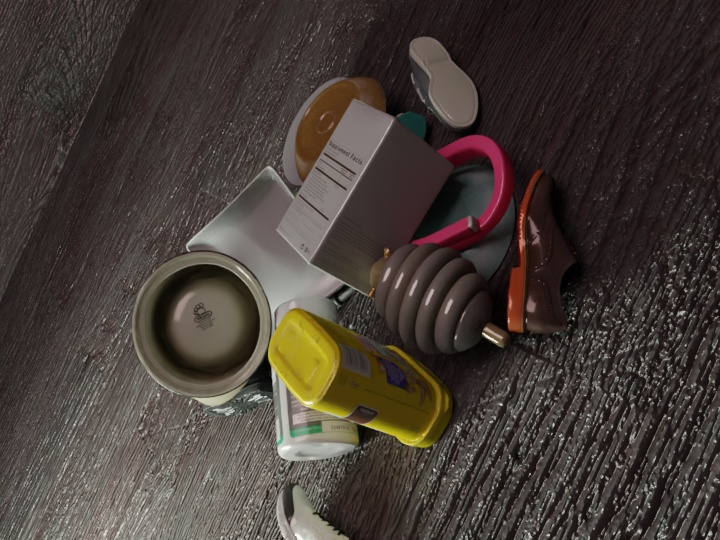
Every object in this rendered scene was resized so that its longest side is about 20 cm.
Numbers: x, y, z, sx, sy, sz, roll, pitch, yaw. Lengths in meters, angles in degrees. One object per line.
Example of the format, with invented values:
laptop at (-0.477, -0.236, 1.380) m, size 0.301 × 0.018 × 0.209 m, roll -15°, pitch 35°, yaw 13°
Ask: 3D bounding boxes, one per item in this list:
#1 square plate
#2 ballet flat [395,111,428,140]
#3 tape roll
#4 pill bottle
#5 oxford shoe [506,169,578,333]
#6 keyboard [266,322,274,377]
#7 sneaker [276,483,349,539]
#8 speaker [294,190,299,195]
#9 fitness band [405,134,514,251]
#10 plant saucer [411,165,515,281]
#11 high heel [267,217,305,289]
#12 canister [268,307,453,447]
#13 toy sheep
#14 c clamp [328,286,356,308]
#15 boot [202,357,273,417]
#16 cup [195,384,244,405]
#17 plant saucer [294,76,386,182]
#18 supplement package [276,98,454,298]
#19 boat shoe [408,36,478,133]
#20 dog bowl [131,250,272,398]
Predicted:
square plate at (-0.133, -0.020, 1.010) m, size 0.197 × 0.201 × 0.029 m, roll -37°, pitch 7°, yaw 23°
ballet flat at (0.035, -0.151, 1.024) m, size 0.071 × 0.072 × 0.203 m, roll 6°, pitch 61°, yaw 50°
tape roll at (-0.050, -0.227, 1.177) m, size 0.198 × 0.065 × 0.205 m, roll -25°, pitch 53°, yaw 39°
pill bottle at (-0.067, 0.148, 0.937) m, size 0.112 × 0.112 × 0.205 m, roll -27°, pitch 59°, yaw 37°
oxford shoe at (0.214, -0.022, 0.774) m, size 0.071 × 0.071 × 0.205 m, roll 4°, pitch 68°, yaw 20°
keyboard at (-0.113, 0.068, 1.087) m, size 0.101 × 0.040 × 0.205 m, roll -15°, pitch 70°, yaw 0°
sneaker at (-0.045, 0.352, 0.869) m, size 0.080 × 0.074 × 0.201 m, roll -41°, pitch 46°, yaw 5°
speaker at (-0.140, -0.052, 1.171) m, size 0.199 × 0.087 × 0.090 m, roll -39°, pitch 45°, yaw 30°
fitness band at (0.109, -0.092, 0.879) m, size 0.198 × 0.037 × 0.147 m, roll -24°, pitch 54°, yaw 40°
plant saucer at (0.115, -0.055, 0.912) m, size 0.199 × 0.038 × 0.206 m, roll -27°, pitch 51°, yaw 39°
high heel at (-0.046, -0.054, 1.080) m, size 0.198 × 0.146 × 0.071 m, roll -30°, pitch 21°, yaw -26°
canister at (-0.001, 0.129, 0.818) m, size 0.088 × 0.198 × 0.148 m, roll -58°, pitch 39°, yaw 5°
toy sheep at (0.091, 0.036, 0.800) m, size 0.197 × 0.137 × 0.141 m, roll 23°, pitch 87°, yaw 31°
c clamp at (0.000, 0.000, 1.028) m, size 0.200 × 0.027 × 0.174 m, roll -42°, pitch 37°, yaw 33°
boot at (-0.200, 0.132, 1.156) m, size 0.162 × 0.065 × 0.205 m, roll -23°, pitch 56°, yaw 30°
cup at (-0.265, 0.096, 1.094) m, size 0.197 × 0.142 × 0.205 m, roll -24°, pitch 50°, yaw 32°
plant saucer at (-0.045, -0.230, 1.087) m, size 0.197 × 0.035 × 0.205 m, roll -24°, pitch 53°, yaw 35°
supplement package at (0.004, -0.093, 0.879) m, size 0.203 × 0.120 × 0.120 m, roll -58°, pitch 36°, yaw 6°
boat shoe at (0.122, -0.268, 1.019) m, size 0.062 × 0.071 × 0.203 m, roll 93°, pitch 160°, yaw -53°
dog bowl at (-0.222, 0.075, 0.977) m, size 0.074 × 0.196 × 0.204 m, roll 176°, pitch 119°, yaw -87°
